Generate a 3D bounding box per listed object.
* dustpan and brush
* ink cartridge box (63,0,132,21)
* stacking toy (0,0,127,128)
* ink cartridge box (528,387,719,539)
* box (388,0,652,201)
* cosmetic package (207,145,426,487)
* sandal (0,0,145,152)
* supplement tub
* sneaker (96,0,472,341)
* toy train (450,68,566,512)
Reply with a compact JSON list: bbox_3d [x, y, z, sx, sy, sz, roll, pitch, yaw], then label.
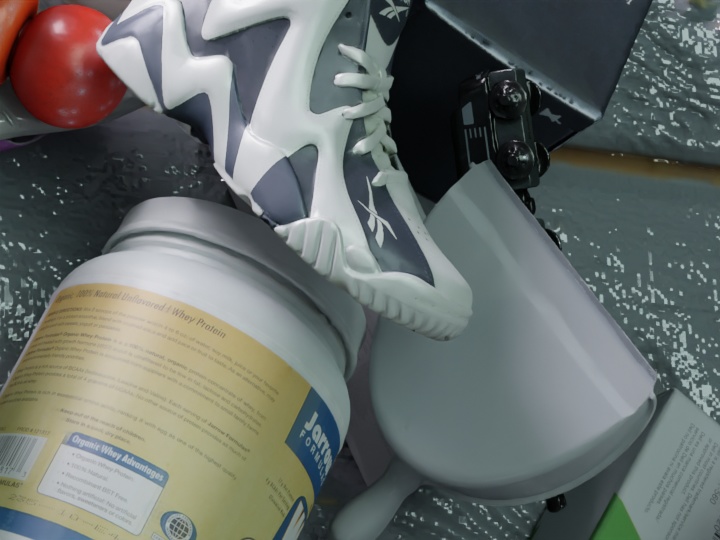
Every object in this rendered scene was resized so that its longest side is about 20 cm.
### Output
[{"bbox_3d":[0.036,0.067,1.182,0.140,0.200,0.057,53,20,23],"label":"dustpan and brush"},{"bbox_3d":[-0.065,-0.218,1.226,0.083,0.147,0.201,29,43,-12],"label":"ink cartridge box"},{"bbox_3d":[-0.195,-0.118,1.170,0.199,0.085,0.086,26,63,1],"label":"stacking toy"},{"bbox_3d":[0.176,0.180,1.285,0.200,0.084,0.146,40,59,-10],"label":"ink cartridge box"},{"bbox_3d":[0.076,-0.152,1.309,0.104,0.148,0.201,32,61,-14],"label":"box"},{"bbox_3d":[0.000,0.000,1.258,0.050,0.082,0.201,-23,85,-30],"label":"cosmetic package"},{"bbox_3d":[-0.175,-0.082,1.221,0.202,0.050,0.083,-18,67,-17],"label":"sandal"},{"bbox_3d":[-0.091,0.084,1.148,0.144,0.145,0.201,33,62,-13],"label":"supplement tub"},{"bbox_3d":[-0.001,-0.075,1.112,0.199,0.079,0.130,44,95,20],"label":"sneaker"},{"bbox_3d":[0.068,0.010,1.200,0.034,0.046,0.201,-7,89,-69],"label":"toy train"}]
